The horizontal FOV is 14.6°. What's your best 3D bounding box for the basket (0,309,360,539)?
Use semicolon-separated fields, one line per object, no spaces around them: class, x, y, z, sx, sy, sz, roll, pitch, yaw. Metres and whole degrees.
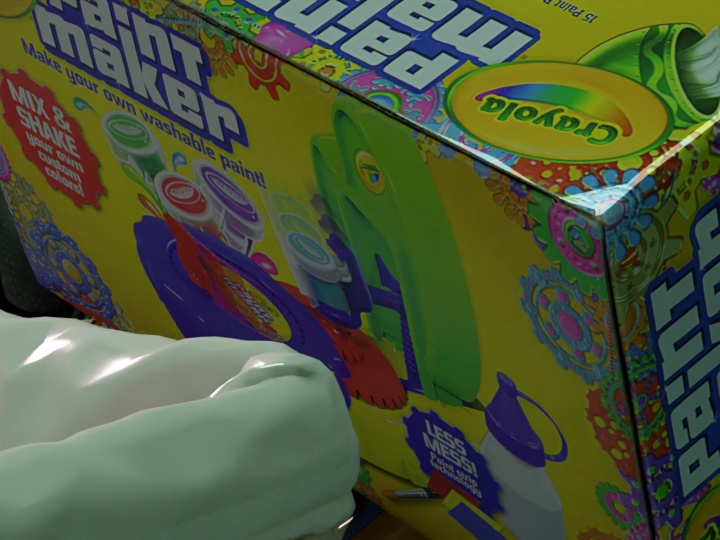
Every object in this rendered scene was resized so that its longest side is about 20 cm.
basket;-0.128;0.096;0.379;0.200;0.161;0.198;8;17;42

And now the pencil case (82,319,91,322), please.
pencil case;-0.147;0.064;0.712;0.199;0.083;0.086;-9;4;-16

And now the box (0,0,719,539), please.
box;0.048;-0.055;0.575;0.192;0.122;0.200;-37;46;-25

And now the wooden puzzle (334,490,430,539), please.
wooden puzzle;0.058;0.026;0.681;0.185;0.046;0.200;-40;14;5

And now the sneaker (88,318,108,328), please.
sneaker;-0.015;0.012;0.689;0.079;0.079;0.200;-19;22;51

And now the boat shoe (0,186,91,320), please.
boat shoe;-0.082;-0.008;0.775;0.199;0.075;0.062;-21;-29;6
